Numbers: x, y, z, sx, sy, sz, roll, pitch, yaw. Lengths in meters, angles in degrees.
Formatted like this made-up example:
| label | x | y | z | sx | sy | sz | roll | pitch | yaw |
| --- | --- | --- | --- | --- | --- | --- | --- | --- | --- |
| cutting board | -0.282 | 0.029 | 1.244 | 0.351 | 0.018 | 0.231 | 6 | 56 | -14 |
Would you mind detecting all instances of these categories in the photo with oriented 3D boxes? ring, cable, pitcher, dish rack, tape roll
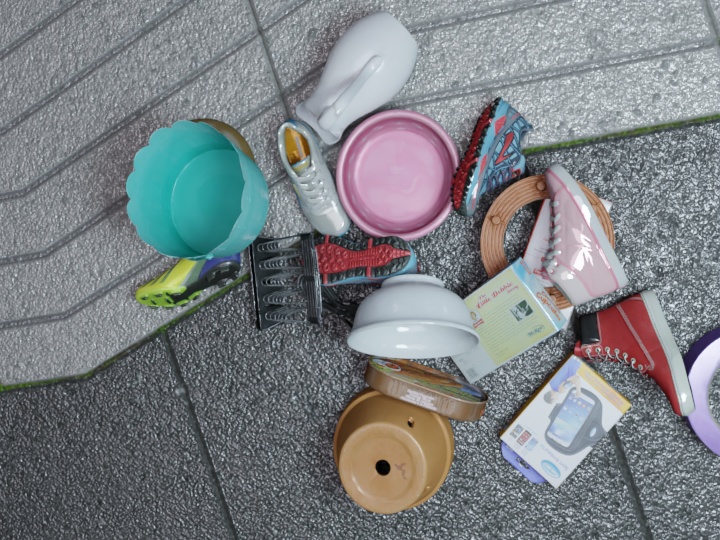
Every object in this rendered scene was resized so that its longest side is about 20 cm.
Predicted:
| label | x | y | z | sx | sy | sz | roll | pitch | yaw |
| --- | --- | --- | --- | --- | --- | --- | --- | --- | --- |
| ring | 0.276 | -0.040 | 1.254 | 0.197 | 0.019 | 0.205 | 0 | 92 | 12 |
| cable | -0.016 | 0.067 | 1.372 | 0.197 | 0.050 | 0.099 | 19 | 99 | 20 |
| pitcher | -0.002 | -0.287 | 1.265 | 0.121 | 0.172 | 0.200 | 42 | 91 | -16 |
| dish rack | -0.116 | 0.016 | 1.312 | 0.054 | 0.199 | 0.157 | -8 | 92 | -26 |
| tape roll | 0.577 | 0.181 | 1.253 | 0.196 | 0.066 | 0.204 | 1 | 95 | 10 |

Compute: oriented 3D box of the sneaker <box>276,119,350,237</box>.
| label | x | y | z | sx | sy | sz | roll | pitch | yaw |
| --- | --- | --- | --- | --- | --- | --- | --- | --- | --- |
| sneaker | -0.080 | -0.142 | 1.341 | 0.076 | 0.081 | 0.202 | -26 | 91 | 9 |

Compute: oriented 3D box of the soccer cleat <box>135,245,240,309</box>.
| label | x | y | z | sx | sy | sz | roll | pitch | yaw |
| --- | --- | --- | --- | --- | --- | --- | --- | --- | --- |
| soccer cleat | -0.286 | 0.003 | 1.407 | 0.197 | 0.065 | 0.085 | -22 | 60 | 15 |

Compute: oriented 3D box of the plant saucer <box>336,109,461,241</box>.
| label | x | y | z | sx | sy | sz | roll | pitch | yaw |
| --- | --- | --- | --- | --- | --- | --- | --- | --- | --- |
| plant saucer | 0.061 | -0.148 | 1.329 | 0.197 | 0.051 | 0.205 | 0 | 93 | 8 |

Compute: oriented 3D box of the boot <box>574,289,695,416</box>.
| label | x | y | z | sx | sy | sz | roll | pitch | yaw |
| --- | --- | --- | --- | --- | --- | --- | --- | --- | --- |
| boot | 0.398 | 0.138 | 1.246 | 0.142 | 0.073 | 0.202 | -22 | 52 | 12 |

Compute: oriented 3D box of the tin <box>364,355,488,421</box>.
| label | x | y | z | sx | sy | sz | roll | pitch | yaw |
| --- | --- | --- | --- | --- | --- | --- | --- | --- | --- |
| tin | 0.100 | 0.182 | 1.314 | 0.197 | 0.112 | 0.043 | 19 | 97 | 9 |

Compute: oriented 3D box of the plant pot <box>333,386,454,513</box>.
| label | x | y | z | sx | sy | sz | roll | pitch | yaw |
| --- | --- | --- | --- | --- | --- | --- | --- | --- | --- |
| plant pot | 0.043 | 0.287 | 1.318 | 0.196 | 0.140 | 0.204 | 1 | 94 | 11 |

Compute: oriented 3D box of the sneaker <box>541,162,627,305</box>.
| label | x | y | z | sx | sy | sz | roll | pitch | yaw |
| --- | --- | --- | --- | --- | --- | --- | --- | --- | --- |
| sneaker | 0.289 | -0.045 | 1.203 | 0.103 | 0.075 | 0.203 | -28 | 91 | 6 |

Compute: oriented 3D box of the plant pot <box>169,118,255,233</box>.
| label | x | y | z | sx | sy | sz | roll | pitch | yaw |
| --- | --- | --- | --- | --- | --- | --- | --- | --- | --- |
| plant pot | -0.266 | -0.152 | 1.387 | 0.196 | 0.027 | 0.204 | -1 | 86 | 12 |

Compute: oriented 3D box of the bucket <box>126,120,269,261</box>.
| label | x | y | z | sx | sy | sz | roll | pitch | yaw |
| --- | --- | --- | --- | --- | --- | --- | --- | --- | --- |
| bucket | -0.243 | -0.113 | 1.295 | 0.203 | 0.135 | 0.211 | -1 | 85 | 13 |

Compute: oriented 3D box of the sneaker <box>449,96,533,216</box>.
| label | x | y | z | sx | sy | sz | roll | pitch | yaw |
| --- | --- | --- | --- | --- | --- | --- | --- | --- | --- |
| sneaker | 0.204 | -0.161 | 1.264 | 0.094 | 0.079 | 0.202 | 28 | 72 | -9 |

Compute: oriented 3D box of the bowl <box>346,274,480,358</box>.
| label | x | y | z | sx | sy | sz | roll | pitch | yaw |
| --- | --- | --- | --- | --- | --- | --- | --- | --- | --- |
| bowl | 0.077 | 0.064 | 1.248 | 0.197 | 0.201 | 0.092 | -3 | 71 | 10 |

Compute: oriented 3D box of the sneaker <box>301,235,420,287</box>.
| label | x | y | z | sx | sy | sz | roll | pitch | yaw |
| --- | --- | --- | --- | --- | --- | --- | --- | --- | --- |
| sneaker | 0.000 | 0.000 | 1.325 | 0.197 | 0.095 | 0.081 | 2 | 68 | 28 |

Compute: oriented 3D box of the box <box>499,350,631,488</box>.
| label | x | y | z | sx | sy | sz | roll | pitch | yaw |
| --- | --- | --- | --- | --- | --- | --- | --- | --- | --- |
| box | 0.310 | 0.240 | 1.318 | 0.119 | 0.041 | 0.201 | 40 | 97 | 5 |

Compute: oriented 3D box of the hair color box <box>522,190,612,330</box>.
| label | x | y | z | sx | sy | sz | roll | pitch | yaw |
| --- | --- | --- | --- | --- | --- | --- | --- | --- | --- |
| hair color box | 0.301 | -0.024 | 1.290 | 0.100 | 0.061 | 0.203 | 21 | 96 | 8 |

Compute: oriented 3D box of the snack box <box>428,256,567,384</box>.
| label | x | y | z | sx | sy | sz | roll | pitch | yaw |
| --- | --- | --- | --- | --- | --- | --- | --- | --- | --- |
| snack box | 0.202 | 0.079 | 1.277 | 0.117 | 0.037 | 0.200 | 53 | 134 | 4 |
